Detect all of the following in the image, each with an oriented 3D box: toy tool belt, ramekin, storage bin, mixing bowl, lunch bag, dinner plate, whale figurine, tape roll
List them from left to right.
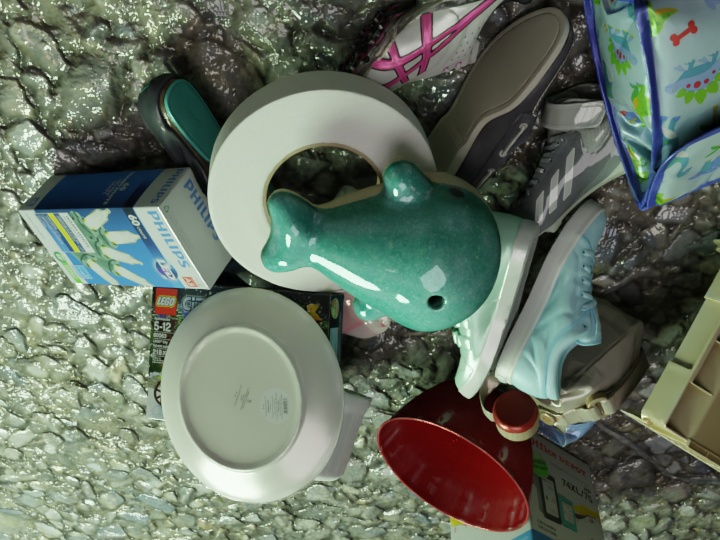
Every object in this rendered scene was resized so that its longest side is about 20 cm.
[{"bbox_3d":[-0.109,0.118,0.705,0.196,0.024,0.204,0,91,19],"label":"dinner plate"},{"bbox_3d":[-0.093,0.164,0.850,0.197,0.100,0.201,15,173,2],"label":"ramekin"},{"bbox_3d":[-0.032,-0.069,0.649,0.199,0.037,0.205,-4,130,-5],"label":"tape roll"},{"bbox_3d":[0.019,-0.011,0.611,0.196,0.105,0.161,6,128,-13],"label":"whale figurine"},{"bbox_3d":[0.130,0.205,0.907,0.198,0.109,0.202,25,144,19],"label":"mixing bowl"},{"bbox_3d":[0.224,0.132,0.824,0.199,0.124,0.124,-40,141,-18],"label":"toy tool belt"},{"bbox_3d":[0.278,-0.156,0.578,0.167,0.128,0.202,-21,127,4],"label":"lunch bag"},{"bbox_3d":[0.394,0.104,0.762,0.197,0.094,0.202,30,91,-19],"label":"storage bin"}]

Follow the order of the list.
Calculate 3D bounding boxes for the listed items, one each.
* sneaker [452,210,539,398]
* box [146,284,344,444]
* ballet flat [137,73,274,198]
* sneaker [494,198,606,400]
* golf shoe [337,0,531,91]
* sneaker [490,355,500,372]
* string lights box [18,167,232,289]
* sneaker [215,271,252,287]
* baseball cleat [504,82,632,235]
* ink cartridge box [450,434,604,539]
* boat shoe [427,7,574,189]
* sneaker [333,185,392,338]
[{"bbox_3d":[0.094,0.025,0.737,0.116,0.074,0.203,20,123,17],"label":"sneaker"},{"bbox_3d":[-0.116,0.086,0.739,0.196,0.038,0.140,3,91,20],"label":"box"},{"bbox_3d":[-0.145,-0.103,0.725,0.072,0.074,0.201,-18,133,19],"label":"ballet flat"},{"bbox_3d":[0.211,0.034,0.748,0.081,0.074,0.203,27,99,20],"label":"sneaker"},{"bbox_3d":[0.053,-0.187,0.624,0.092,0.073,0.199,35,125,-22],"label":"golf shoe"},{"bbox_3d":[0.141,0.048,0.819,0.078,0.075,0.202,-17,127,12],"label":"sneaker"},{"bbox_3d":[-0.230,-0.041,0.744,0.197,0.059,0.104,2,134,32],"label":"string lights box"},{"bbox_3d":[-0.124,0.065,0.810,0.197,0.072,0.084,18,127,29],"label":"sneaker"},{"bbox_3d":[0.181,-0.101,0.703,0.199,0.070,0.107,-37,105,25],"label":"baseball cleat"},{"bbox_3d":[0.213,0.339,0.974,0.146,0.202,0.146,31,125,-21],"label":"ink cartridge box"},{"bbox_3d":[0.126,-0.142,0.671,0.062,0.074,0.200,11,136,-31],"label":"boat shoe"},{"bbox_3d":[0.000,0.000,0.786,0.103,0.076,0.202,17,137,-4],"label":"sneaker"}]
